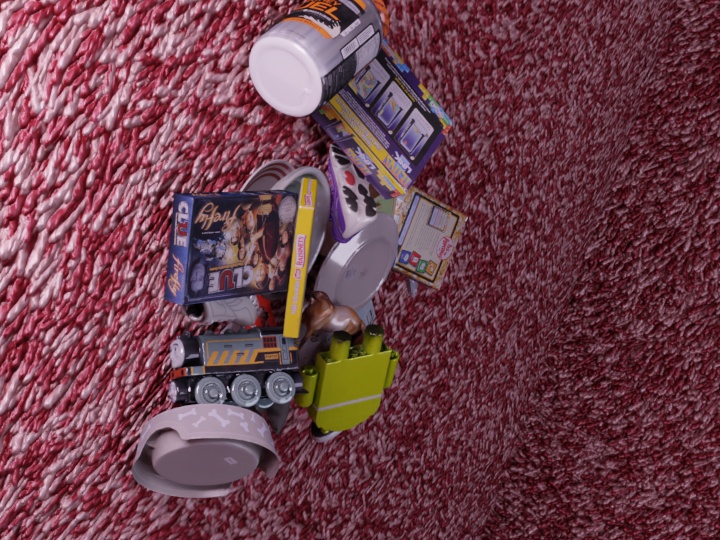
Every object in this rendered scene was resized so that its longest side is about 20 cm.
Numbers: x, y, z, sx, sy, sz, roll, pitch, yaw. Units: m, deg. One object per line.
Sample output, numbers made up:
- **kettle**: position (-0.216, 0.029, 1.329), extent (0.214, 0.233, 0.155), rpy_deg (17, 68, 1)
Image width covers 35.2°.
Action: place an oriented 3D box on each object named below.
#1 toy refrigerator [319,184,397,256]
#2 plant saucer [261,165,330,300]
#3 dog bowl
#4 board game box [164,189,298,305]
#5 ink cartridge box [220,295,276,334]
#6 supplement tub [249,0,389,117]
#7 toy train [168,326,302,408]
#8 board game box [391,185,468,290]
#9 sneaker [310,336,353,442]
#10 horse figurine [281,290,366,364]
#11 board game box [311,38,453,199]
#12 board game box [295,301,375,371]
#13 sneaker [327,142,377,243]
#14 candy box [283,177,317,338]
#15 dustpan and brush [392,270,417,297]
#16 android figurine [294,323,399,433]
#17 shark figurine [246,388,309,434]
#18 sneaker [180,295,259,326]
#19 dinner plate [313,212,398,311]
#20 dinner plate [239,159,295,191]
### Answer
- **toy refrigerator**: position (-0.010, -0.090, 1.865), extent (0.200, 0.070, 0.076), rpy_deg (-32, 137, -55)
- **plant saucer**: position (-0.114, -0.058, 1.626), extent (0.200, 0.050, 0.200), rpy_deg (-49, 150, -42)
- **dog bowl**: position (-0.211, 0.246, 1.553), extent (0.200, 0.200, 0.059), rpy_deg (70, 11, -57)
- **board game box**: position (-0.162, -0.033, 1.458), extent (0.200, 0.035, 0.136), rpy_deg (-8, 109, -53)
- **ink cartridge box**: position (-0.172, 0.137, 1.720), extent (0.200, 0.057, 0.163), rpy_deg (-51, 151, -29)
- **supplement tub**: position (-0.050, -0.304, 1.533), extent (0.200, 0.122, 0.123), rpy_deg (-49, 150, -42)
- **toy train**: position (-0.174, 0.137, 1.582), extent (0.200, 0.085, 0.114), rpy_deg (-1, 79, -30)
- **board game box**: position (0.093, -0.066, 2.049), extent (0.200, 0.046, 0.152), rpy_deg (26, 85, -43)
- **sneaker**: position (-0.035, 0.185, 1.890), extent (0.200, 0.071, 0.099), rpy_deg (-54, 141, -23)
- **horse figurine**: position (-0.053, 0.092, 1.778), extent (0.200, 0.050, 0.133), rpy_deg (21, 116, -44)
- **board game box**: position (0.030, -0.236, 1.719), extent (0.200, 0.057, 0.165), rpy_deg (48, 58, -21)
- **board game box**: position (-0.054, 0.109, 1.940), extent (0.200, 0.064, 0.148), rpy_deg (-59, 154, -28)
- **sneaker**: position (-0.030, -0.121, 1.742), extent (0.083, 0.081, 0.200), rpy_deg (-48, -153, 32)
- **candy box**: position (-0.084, -0.017, 1.576), extent (0.102, 0.026, 0.200), rpy_deg (-85, -177, -63)
- **dustpan and brush**: position (0.079, -0.029, 2.126), extent (0.140, 0.057, 0.200), rpy_deg (-51, 151, -38)
- **android figurine**: position (-0.020, 0.178, 1.805), extent (0.182, 0.041, 0.200), rpy_deg (-11, 128, -30)
- **shark figurine**: position (-0.125, 0.189, 1.707), extent (0.214, 0.089, 0.128), rpy_deg (29, 67, -78)
- **sneaker**: position (-0.201, 0.040, 1.527), extent (0.200, 0.075, 0.081), rpy_deg (47, 50, -57)
- **dinner plate**: position (0.000, 0.000, 1.824), extent (0.200, 0.024, 0.200), rpy_deg (-36, 143, -32)
- **dinner plate**: position (-0.148, -0.066, 1.636), extent (0.200, 0.024, 0.200), rpy_deg (-46, 147, -43)
